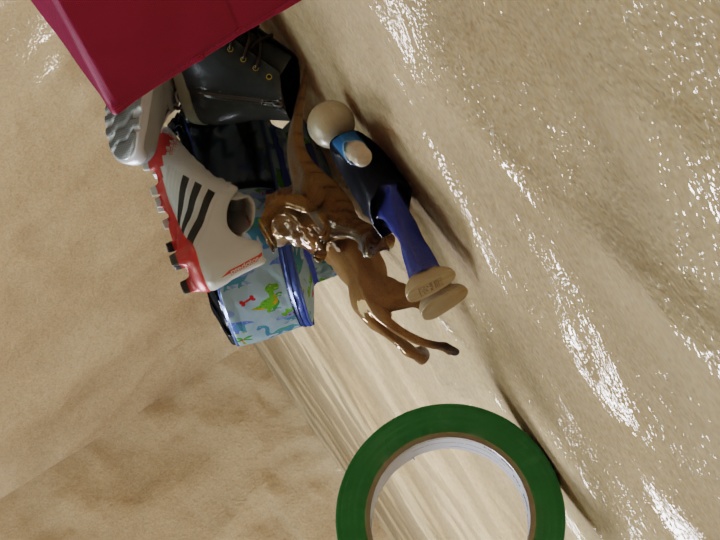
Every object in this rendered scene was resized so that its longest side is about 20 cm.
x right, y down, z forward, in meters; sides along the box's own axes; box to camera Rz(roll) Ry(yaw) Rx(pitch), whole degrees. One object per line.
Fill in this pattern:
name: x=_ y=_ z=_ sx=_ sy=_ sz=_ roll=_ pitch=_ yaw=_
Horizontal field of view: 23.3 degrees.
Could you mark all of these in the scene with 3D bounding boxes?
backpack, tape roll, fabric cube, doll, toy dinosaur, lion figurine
backpack: x=-0.089 y=-0.041 z=1.665 sx=0.183 sy=0.146 sz=0.201 roll=74 pitch=-175 yaw=-66
tape roll: x=0.078 y=0.219 z=1.522 sx=0.201 sy=0.200 sz=0.048 roll=56 pitch=172 yaw=16
fabric cube: x=-0.147 y=-0.261 z=1.084 sx=0.196 sy=0.200 sz=0.200 roll=50 pitch=169 yaw=41
doll: x=0.015 y=-0.061 z=1.391 sx=0.200 sy=0.048 sz=0.136 roll=60 pitch=-176 yaw=28
toy dinosaur: x=-0.042 y=-0.065 z=1.489 sx=0.200 sy=0.106 sz=0.060 roll=57 pitch=174 yaw=32
lion figurine: x=0.000 y=0.000 z=1.518 sx=0.122 sy=0.073 sz=0.200 roll=27 pitch=-167 yaw=-48

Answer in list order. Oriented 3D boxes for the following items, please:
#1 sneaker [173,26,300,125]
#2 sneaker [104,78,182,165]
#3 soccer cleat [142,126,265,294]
sneaker: x=-0.117 y=-0.213 z=1.504 sx=0.106 sy=0.075 sz=0.201 roll=3 pitch=136 yaw=23
sneaker: x=-0.171 y=-0.173 z=1.576 sx=0.082 sy=0.201 sz=0.075 roll=29 pitch=142 yaw=-25
soccer cleat: x=-0.139 y=-0.060 z=1.547 sx=0.200 sy=0.085 sz=0.069 roll=-112 pitch=5 yaw=-45
